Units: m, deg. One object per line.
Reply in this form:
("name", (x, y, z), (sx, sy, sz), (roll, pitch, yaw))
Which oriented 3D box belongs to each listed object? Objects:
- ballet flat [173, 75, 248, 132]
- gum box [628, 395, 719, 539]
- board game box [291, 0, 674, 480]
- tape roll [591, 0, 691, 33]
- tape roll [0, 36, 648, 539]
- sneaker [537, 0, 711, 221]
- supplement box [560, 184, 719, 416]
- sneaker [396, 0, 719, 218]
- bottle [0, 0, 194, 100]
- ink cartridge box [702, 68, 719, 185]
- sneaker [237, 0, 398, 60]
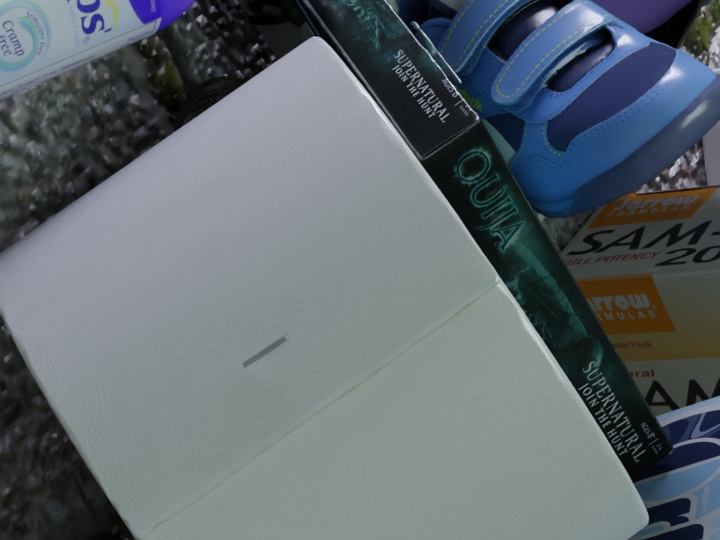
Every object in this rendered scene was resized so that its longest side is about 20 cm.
("ballet flat", (0.000, 0.000, 1.031), (0.067, 0.046, 0.200), (-46, 120, -10))
("gum box", (0.120, 0.107, 0.934), (0.045, 0.199, 0.170), (62, 21, -19))
("board game box", (0.040, -0.023, 0.937), (0.028, 0.135, 0.200), (-34, 136, 0))
("tape roll", (0.093, -0.203, 1.092), (0.199, 0.085, 0.201), (17, 58, -28))
("tape roll", (-0.015, 0.042, 0.882), (0.139, 0.203, 0.203), (-34, 118, 0))
("sneaker", (0.085, -0.075, 1.121), (0.075, 0.082, 0.200), (54, 50, -29))
("supplement box", (0.184, 0.060, 1.183), (0.074, 0.126, 0.201), (-48, 119, -38))
("sneaker", (0.064, -0.076, 0.982), (0.074, 0.200, 0.082), (-38, 113, -15))
("bottle", (-0.094, -0.118, 0.900), (0.199, 0.065, 0.084), (-26, 111, -26))
("ink cartridge box", (0.288, -0.039, 1.254), (0.146, 0.199, 0.148), (-8, 91, -46))
("sneaker", (-0.054, -0.140, 0.996), (0.087, 0.076, 0.201), (-31, 105, -30))
